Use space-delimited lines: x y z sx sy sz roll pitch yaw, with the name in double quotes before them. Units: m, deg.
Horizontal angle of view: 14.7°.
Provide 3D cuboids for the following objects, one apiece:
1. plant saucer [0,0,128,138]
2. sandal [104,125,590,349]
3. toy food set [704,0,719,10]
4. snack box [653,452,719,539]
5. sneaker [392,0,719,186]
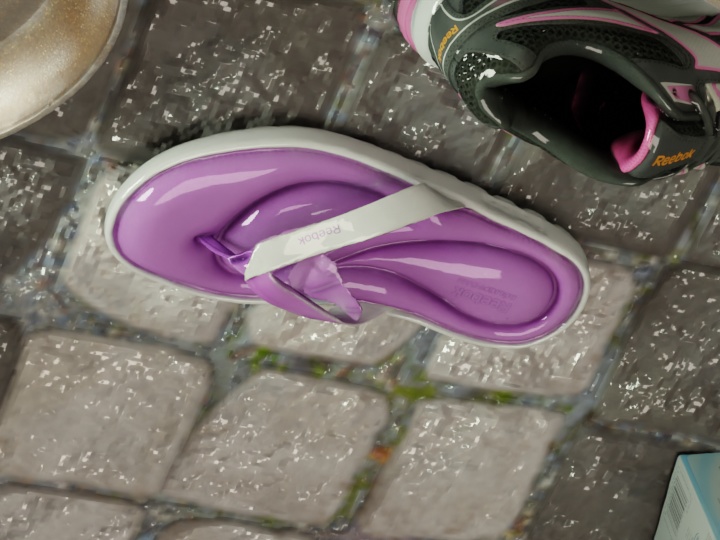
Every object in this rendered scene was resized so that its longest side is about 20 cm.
"plant saucer" -0.178 -0.102 0.936 0.199 0.032 0.201 -5 147 -3
"sandal" 0.002 -0.006 1.079 0.201 0.050 0.083 9 124 -21
"toy food set" 0.157 -0.187 0.973 0.143 0.061 0.200 25 118 -29
"snack box" 0.151 0.194 1.232 0.037 0.116 0.201 0 128 -14
"sneaker" 0.109 -0.061 1.042 0.199 0.087 0.081 8 127 -21
